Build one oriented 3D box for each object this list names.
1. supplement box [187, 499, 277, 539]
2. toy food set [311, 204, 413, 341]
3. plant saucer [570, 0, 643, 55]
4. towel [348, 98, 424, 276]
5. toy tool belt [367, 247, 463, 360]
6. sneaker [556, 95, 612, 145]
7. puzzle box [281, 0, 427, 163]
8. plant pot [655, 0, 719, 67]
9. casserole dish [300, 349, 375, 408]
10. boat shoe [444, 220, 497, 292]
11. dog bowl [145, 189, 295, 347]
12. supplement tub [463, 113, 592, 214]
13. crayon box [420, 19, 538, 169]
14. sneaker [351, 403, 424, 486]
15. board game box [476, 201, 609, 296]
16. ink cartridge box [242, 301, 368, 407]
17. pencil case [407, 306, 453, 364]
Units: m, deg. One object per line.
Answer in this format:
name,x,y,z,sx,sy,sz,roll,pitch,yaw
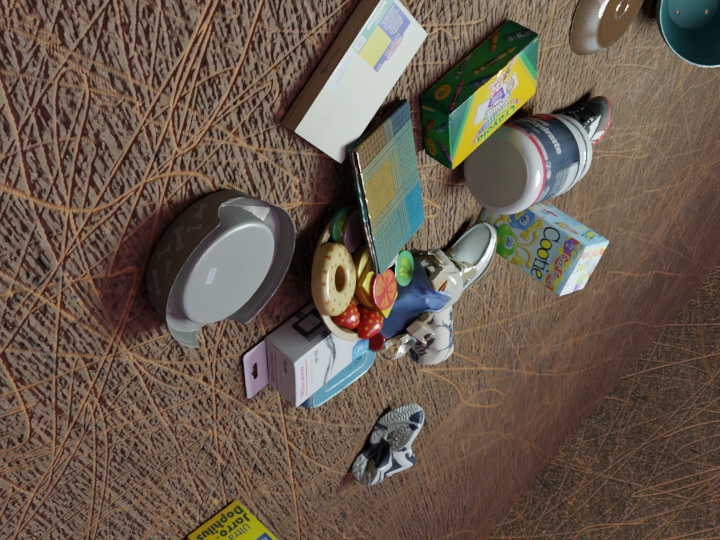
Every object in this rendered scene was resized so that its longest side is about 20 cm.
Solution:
supplement box,-0.216,0.501,1.638,0.109,0.109,0.201,-32,147,-36
toy food set,0.000,0.000,1.382,0.200,0.048,0.198,52,53,-42
plant saucer,0.423,-0.444,1.633,0.200,0.037,0.201,-39,149,-28
towel,0.038,-0.113,1.338,0.147,0.022,0.201,-49,140,-40
toy tool belt,0.066,0.058,1.502,0.200,0.125,0.123,-48,176,15
sneaker,0.386,-0.254,1.757,0.200,0.071,0.098,-43,154,-18
puzzle box,-0.004,-0.237,1.196,0.200,0.025,0.133,-56,153,4
plant pot,0.623,-0.480,1.780,0.201,0.199,0.135,-62,-171,17
casserole dish,-0.036,0.154,1.598,0.200,0.039,0.121,-33,148,-37
boat shoe,0.166,0.000,1.700,0.200,0.075,0.068,-56,159,8
dog bowl,-0.168,-0.007,1.167,0.200,0.059,0.201,-39,149,-28
supplement tub,0.273,-0.177,1.590,0.200,0.140,0.141,-23,140,-46
crayon box,0.174,-0.255,1.426,0.200,0.058,0.119,-43,152,-20
sneaker,0.078,0.342,1.962,0.129,0.079,0.200,3,120,-61
board game box,0.314,-0.057,1.733,0.105,0.200,0.103,-10,131,-53
ink cartridge box,-0.077,0.120,1.457,0.200,0.067,0.116,-38,150,-29
pencil case,0.109,0.068,1.636,0.078,0.089,0.201,-62,152,-50
